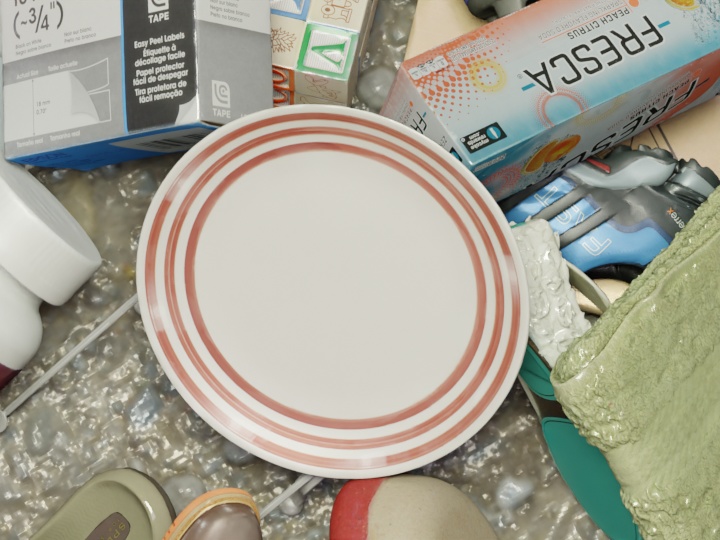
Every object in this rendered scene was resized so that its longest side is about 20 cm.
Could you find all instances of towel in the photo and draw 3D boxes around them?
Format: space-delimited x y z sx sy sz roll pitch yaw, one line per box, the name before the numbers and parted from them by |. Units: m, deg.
towel | 0.186 0.049 1.231 0.200 0.036 0.149 -44 113 -32

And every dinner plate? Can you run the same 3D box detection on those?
dinner plate | -0.013 0.010 1.188 0.199 0.024 0.201 4 114 10

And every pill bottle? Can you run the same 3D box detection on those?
pill bottle | -0.235 0.034 1.242 0.200 0.110 0.110 -44 83 5

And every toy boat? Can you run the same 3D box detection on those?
toy boat | -0.002 0.202 1.235 0.130 0.130 0.201 3 79 30

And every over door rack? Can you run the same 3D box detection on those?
over door rack | -0.103 0.088 1.275 0.200 0.067 0.148 -38 82 9

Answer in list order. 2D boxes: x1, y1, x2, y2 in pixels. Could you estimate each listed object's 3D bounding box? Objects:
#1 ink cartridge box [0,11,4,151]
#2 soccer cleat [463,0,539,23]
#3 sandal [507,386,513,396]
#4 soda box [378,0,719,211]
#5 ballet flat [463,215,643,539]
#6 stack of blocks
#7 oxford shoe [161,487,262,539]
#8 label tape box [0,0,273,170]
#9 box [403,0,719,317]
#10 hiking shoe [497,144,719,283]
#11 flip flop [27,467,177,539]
ink cartridge box | -0.244 -0.131 1.248 0.047 0.200 0.161 22 80 40
soccer cleat | 0.144 -0.190 1.305 0.199 0.065 0.084 -15 81 -10
sandal | 0.000 0.000 1.262 0.043 0.076 0.200 -42 80 23
soda box | 0.108 -0.098 1.215 0.199 0.064 0.069 -26 70 -25
ballet flat | 0.118 0.055 1.237 0.072 0.072 0.200 -35 117 -5
stack of blocks | -0.013 -0.185 1.297 0.115 0.059 0.201 13 70 4
oxford shoe | -0.074 0.208 1.209 0.071 0.073 0.201 -3 112 -34
label tape box | -0.117 -0.160 1.226 0.144 0.063 0.201 -8 82 39
box | 0.111 -0.063 1.314 0.199 0.021 0.164 13 81 3
hiking shoe | 0.089 -0.030 1.260 0.199 0.074 0.087 10 80 3
flip flop | -0.167 0.185 1.227 0.081 0.058 0.200 43 109 11
